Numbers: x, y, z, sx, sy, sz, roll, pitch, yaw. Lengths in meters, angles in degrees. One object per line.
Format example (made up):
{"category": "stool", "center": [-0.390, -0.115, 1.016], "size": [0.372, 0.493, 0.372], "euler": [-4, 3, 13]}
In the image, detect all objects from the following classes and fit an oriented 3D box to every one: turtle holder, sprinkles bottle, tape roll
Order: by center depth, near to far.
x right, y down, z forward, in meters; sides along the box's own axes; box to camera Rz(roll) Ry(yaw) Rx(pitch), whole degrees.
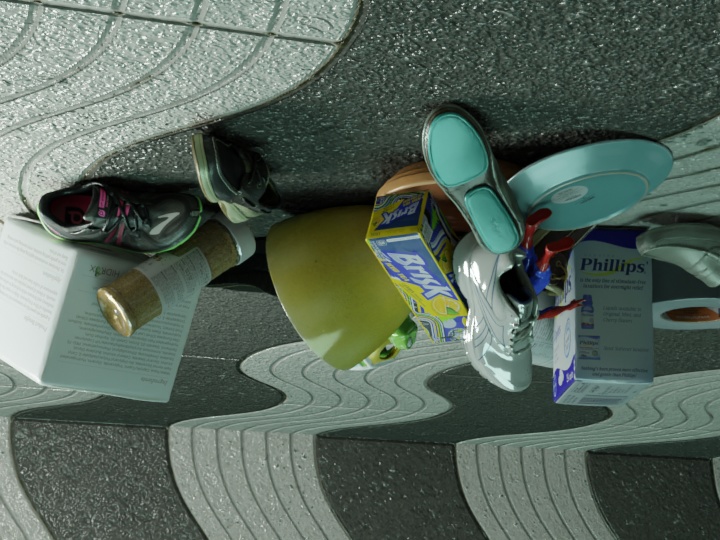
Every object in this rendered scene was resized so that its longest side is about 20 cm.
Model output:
{"category": "sprinkles bottle", "center": [-0.220, 0.001, 1.661], "size": [0.200, 0.068, 0.068], "euler": [-36, -175, -30]}
{"category": "turtle holder", "center": [0.018, 0.064, 1.884], "size": [0.185, 0.132, 0.141], "euler": [-7, -174, 32]}
{"category": "tape roll", "center": [0.473, 0.032, 1.942], "size": [0.199, 0.067, 0.200], "euler": [1, 165, 0]}

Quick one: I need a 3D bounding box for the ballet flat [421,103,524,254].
{"category": "ballet flat", "center": [0.112, -0.101, 1.422], "size": [0.067, 0.064, 0.200], "euler": [-21, 127, 13]}

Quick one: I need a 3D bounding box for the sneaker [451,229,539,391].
{"category": "sneaker", "center": [0.159, 0.053, 1.526], "size": [0.074, 0.201, 0.087], "euler": [-32, -150, -27]}

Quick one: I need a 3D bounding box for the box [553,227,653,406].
{"category": "box", "center": [0.314, 0.064, 1.806], "size": [0.104, 0.201, 0.184], "euler": [2, 166, 0]}

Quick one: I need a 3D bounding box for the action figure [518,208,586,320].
{"category": "action figure", "center": [0.213, 0.001, 1.558], "size": [0.099, 0.065, 0.200], "euler": [-23, 154, -23]}

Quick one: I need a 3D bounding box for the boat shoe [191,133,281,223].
{"category": "boat shoe", "center": [-0.130, -0.103, 1.477], "size": [0.066, 0.072, 0.201], "euler": [-11, 164, 6]}

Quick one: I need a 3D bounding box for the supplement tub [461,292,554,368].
{"category": "supplement tub", "center": [0.244, 0.066, 1.964], "size": [0.199, 0.133, 0.132], "euler": [14, 161, -39]}

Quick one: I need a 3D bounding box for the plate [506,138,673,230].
{"category": "plate", "center": [0.244, -0.084, 1.499], "size": [0.199, 0.026, 0.200], "euler": [-10, 158, -4]}

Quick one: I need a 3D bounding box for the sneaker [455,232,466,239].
{"category": "sneaker", "center": [0.151, -0.012, 1.713], "size": [0.074, 0.080, 0.200], "euler": [6, -171, 43]}

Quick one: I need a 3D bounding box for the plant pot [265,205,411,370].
{"category": "plant pot", "center": [0.000, 0.000, 1.666], "size": [0.142, 0.201, 0.200], "euler": [-28, 155, 21]}

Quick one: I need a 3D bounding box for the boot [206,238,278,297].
{"category": "boot", "center": [-0.119, 0.002, 1.887], "size": [0.199, 0.078, 0.138], "euler": [9, 174, 17]}

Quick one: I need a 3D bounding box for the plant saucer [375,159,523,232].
{"category": "plant saucer", "center": [0.116, -0.087, 1.567], "size": [0.199, 0.038, 0.200], "euler": [0, 166, 0]}

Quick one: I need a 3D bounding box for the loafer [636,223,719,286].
{"category": "loafer", "center": [0.437, -0.016, 1.718], "size": [0.199, 0.070, 0.070], "euler": [5, 165, -16]}

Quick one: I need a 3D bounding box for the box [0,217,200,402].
{"category": "box", "center": [-0.346, 0.050, 1.747], "size": [0.199, 0.172, 0.199], "euler": [15, -177, -42]}

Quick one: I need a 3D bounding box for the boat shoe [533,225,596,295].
{"category": "boat shoe", "center": [0.220, 0.002, 1.653], "size": [0.200, 0.072, 0.072], "euler": [-42, 158, 5]}

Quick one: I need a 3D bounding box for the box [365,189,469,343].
{"category": "box", "center": [0.080, -0.002, 1.557], "size": [0.070, 0.065, 0.200], "euler": [-7, 139, 26]}

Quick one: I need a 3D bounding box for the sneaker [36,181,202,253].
{"category": "sneaker", "center": [-0.284, -0.063, 1.615], "size": [0.199, 0.077, 0.084], "euler": [-1, 169, 6]}
